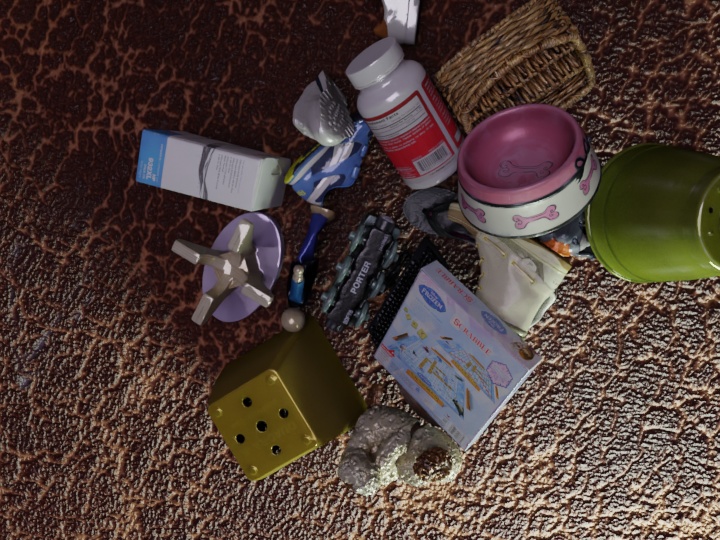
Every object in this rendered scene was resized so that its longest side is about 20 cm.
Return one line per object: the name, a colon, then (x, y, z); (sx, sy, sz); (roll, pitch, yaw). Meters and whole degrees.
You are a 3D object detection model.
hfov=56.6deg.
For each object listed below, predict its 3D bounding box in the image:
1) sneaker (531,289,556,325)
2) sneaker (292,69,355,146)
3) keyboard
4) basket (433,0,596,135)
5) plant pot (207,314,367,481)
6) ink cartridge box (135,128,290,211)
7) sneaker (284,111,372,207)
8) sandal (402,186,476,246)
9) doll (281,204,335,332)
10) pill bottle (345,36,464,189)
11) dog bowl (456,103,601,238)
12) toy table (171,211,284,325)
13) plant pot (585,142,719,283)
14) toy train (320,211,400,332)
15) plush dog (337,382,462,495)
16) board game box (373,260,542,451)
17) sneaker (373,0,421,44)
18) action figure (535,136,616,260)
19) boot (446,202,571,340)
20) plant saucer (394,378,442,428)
sneaker: (0.215, 0.079, 1.026); (0.076, 0.081, 0.200); (41, 106, -11)
sneaker: (-0.062, -0.227, 1.004); (0.080, 0.201, 0.077); (-33, 118, 16)
keyboard: (0.057, 0.037, 1.054); (0.201, 0.039, 0.104); (-59, 41, 27)
basket: (0.224, -0.272, 0.954); (0.199, 0.143, 0.150); (-33, 90, 15)
plant pot: (-0.131, 0.219, 1.083); (0.199, 0.176, 0.201); (-31, 90, 14)
ink cartridge box: (-0.229, -0.161, 1.065); (0.197, 0.145, 0.085); (15, 102, 9)
sneaker: (-0.026, -0.182, 1.058); (0.199, 0.074, 0.082); (-39, 108, 7)
sandal: (0.160, -0.076, 1.043); (0.198, 0.048, 0.076); (21, 102, 8)
doll: (-0.089, -0.001, 1.068); (0.048, 0.136, 0.203); (16, 89, -1)
pill bottle: (0.066, -0.228, 0.972); (0.111, 0.113, 0.201); (-29, 119, 14)
dog bowl: (0.220, -0.143, 0.908); (0.198, 0.202, 0.074); (-17, 137, 14)
toy table: (-0.209, 0.001, 1.100); (0.182, 0.117, 0.203); (19, 100, 9)
plant pot: (0.435, -0.072, 0.878); (0.197, 0.193, 0.203); (-1, 97, -11)
toy train: (0.000, 0.000, 1.056); (0.084, 0.114, 0.202); (24, 105, -6)
plush dog: (0.076, 0.276, 1.045); (0.170, 0.200, 0.163); (15, 84, 17)
board game box: (0.129, 0.124, 0.955); (0.200, 0.041, 0.201); (45, 134, 20)
sneaker: (0.055, -0.448, 1.000); (0.083, 0.073, 0.203); (9, 101, 8)
action figure: (0.279, -0.098, 0.986); (0.197, 0.105, 0.196); (16, 87, 2)
boot: (0.181, 0.004, 0.964); (0.199, 0.072, 0.156); (34, 103, 26)
plant saucer: (0.123, 0.145, 1.047); (0.199, 0.032, 0.203); (18, 115, 46)
